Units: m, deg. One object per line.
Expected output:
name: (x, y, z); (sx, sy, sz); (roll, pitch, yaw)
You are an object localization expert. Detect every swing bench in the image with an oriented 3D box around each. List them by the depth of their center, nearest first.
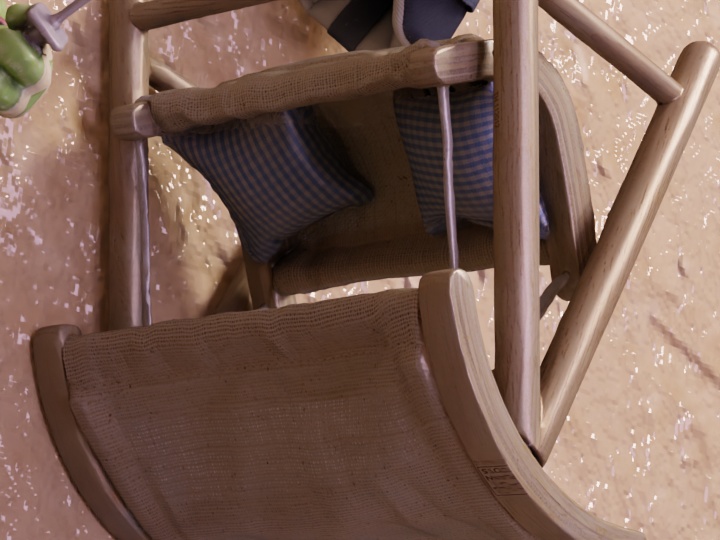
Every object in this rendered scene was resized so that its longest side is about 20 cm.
swing bench: (0.000, 0.000, 1.038); (0.130, 0.198, 0.201); (32, 61, -40)

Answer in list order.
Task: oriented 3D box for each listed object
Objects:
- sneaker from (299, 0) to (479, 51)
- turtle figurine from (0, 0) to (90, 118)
sneaker: (0.038, -0.147, 1.201); (0.146, 0.077, 0.202); (-55, 172, 5)
turtle figurine: (-0.165, -0.088, 0.899); (0.144, 0.200, 0.194); (46, 60, -14)
